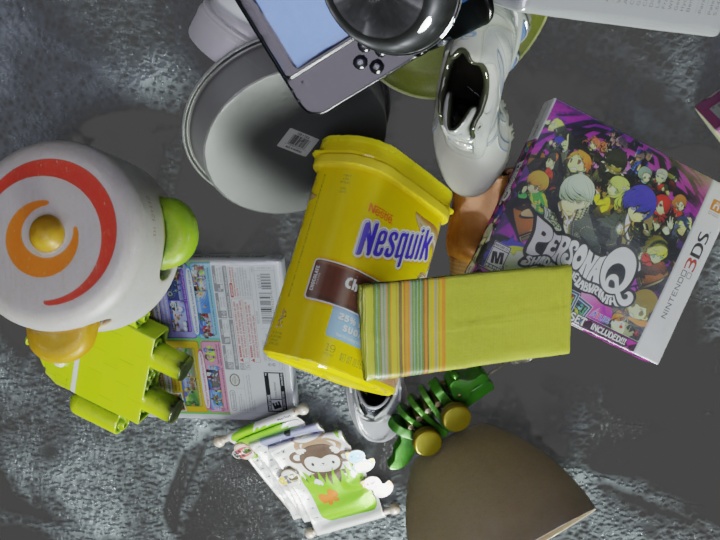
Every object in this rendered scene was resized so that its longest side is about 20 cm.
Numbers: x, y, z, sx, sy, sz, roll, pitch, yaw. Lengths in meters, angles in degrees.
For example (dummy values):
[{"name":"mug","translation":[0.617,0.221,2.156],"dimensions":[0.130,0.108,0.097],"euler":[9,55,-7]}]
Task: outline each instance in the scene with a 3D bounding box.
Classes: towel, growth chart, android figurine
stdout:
[{"name":"towel","translation":[0.094,0.043,0.773],"dimensions":[0.200,0.018,0.086],"euler":[-5,104,-19]},{"name":"growth chart","translation":[-0.055,0.234,1.031],"dimensions":[0.145,0.018,0.200],"euler":[-28,113,21]},{"name":"android figurine","translation":[-0.287,0.095,0.995],"dimensions":[0.200,0.041,0.182],"euler":[24,119,9]}]

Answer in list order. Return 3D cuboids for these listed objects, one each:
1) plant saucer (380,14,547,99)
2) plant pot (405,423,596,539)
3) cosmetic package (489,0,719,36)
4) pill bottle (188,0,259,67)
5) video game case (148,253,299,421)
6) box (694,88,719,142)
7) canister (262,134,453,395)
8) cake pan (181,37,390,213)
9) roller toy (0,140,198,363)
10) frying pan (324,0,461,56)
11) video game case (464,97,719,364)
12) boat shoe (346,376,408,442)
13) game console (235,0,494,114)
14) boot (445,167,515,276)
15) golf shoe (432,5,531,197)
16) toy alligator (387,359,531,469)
[{"name":"plant saucer","translation":[0.077,-0.249,0.774],"dimensions":[0.200,0.031,0.200],"euler":[-10,125,-15]},{"name":"plant pot","translation":[0.125,0.243,0.940],"dimensions":[0.200,0.200,0.135],"euler":[-40,66,21]},{"name":"cosmetic package","translation":[0.169,-0.282,0.668],"dimensions":[0.200,0.165,0.165],"euler":[-3,117,-29]},{"name":"pill bottle","translation":[-0.064,-0.272,0.782],"dimensions":[0.114,0.114,0.200],"euler":[33,113,-5]},{"name":"video game case","translation":[-0.165,0.076,0.993],"dimensions":[0.182,0.022,0.200],"euler":[0,113,10]},{"name":"box","translation":[0.431,-0.113,0.773],"dimensions":[0.176,0.097,0.200],"euler":[-38,102,21]},{"name":"canister","translation":[0.000,0.000,0.805],"dimensions":[0.086,0.148,0.200],"euler":[7,76,40]},{"name":"cake pan","translation":[-0.063,-0.127,0.823],"dimensions":[0.200,0.037,0.200],"euler":[-12,140,-10]},{"name":"roller toy","translation":[-0.284,-0.029,0.875],"dimensions":[0.182,0.140,0.200],"euler":[42,93,8]},{"name":"frying pan","translation":[-0.015,-0.225,0.633],"dimensions":[0.190,0.031,0.115],"euler":[32,133,8]},{"name":"video game case","translation":[0.224,-0.035,0.828],"dimensions":[0.200,0.036,0.181],"euler":[26,88,-6]},{"name":"boat shoe","translation":[0.018,0.122,0.937],"dimensions":[0.072,0.069,0.200],"euler":[15,130,6]},{"name":"game console","translation":[-0.023,-0.234,0.662],"dimensions":[0.176,0.116,0.200],"euler":[-29,103,13]},{"name":"boot","translation":[0.184,-0.028,0.868],"dimensions":[0.201,0.071,0.144],"euler":[4,99,-6]},{"name":"golf shoe","translation":[0.086,-0.131,0.758],"dimensions":[0.078,0.097,0.200],"euler":[19,137,19]},{"name":"toy alligator","translation":[0.091,0.127,0.917],"dimensions":[0.200,0.059,0.054],"euler":[-42,111,7]}]
